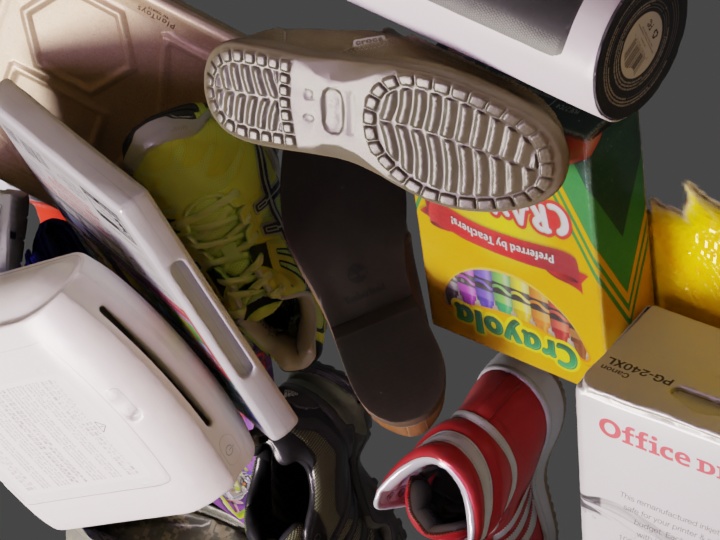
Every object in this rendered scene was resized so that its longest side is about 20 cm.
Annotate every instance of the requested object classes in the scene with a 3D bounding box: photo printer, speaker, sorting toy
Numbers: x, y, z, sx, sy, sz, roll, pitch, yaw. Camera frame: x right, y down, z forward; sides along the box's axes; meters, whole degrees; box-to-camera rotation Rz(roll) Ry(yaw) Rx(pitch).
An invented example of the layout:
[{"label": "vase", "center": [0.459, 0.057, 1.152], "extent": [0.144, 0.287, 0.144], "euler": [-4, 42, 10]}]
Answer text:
[{"label": "photo printer", "center": [-0.159, 0.070, 1.691], "extent": [0.167, 0.070, 0.200], "euler": [49, 148, -18]}, {"label": "speaker", "center": [0.060, -0.147, 1.476], "extent": [0.199, 0.081, 0.082], "euler": [28, 139, 30]}, {"label": "sorting toy", "center": [-0.135, -0.096, 1.730], "extent": [0.184, 0.037, 0.201], "euler": [28, 135, 2]}]

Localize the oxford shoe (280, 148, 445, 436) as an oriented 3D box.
[{"label": "oxford shoe", "center": [0.000, 0.000, 1.646], "extent": [0.071, 0.071, 0.201], "euler": [73, -177, -71]}]

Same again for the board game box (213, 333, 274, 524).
[{"label": "board game box", "center": [-0.102, 0.080, 1.885], "extent": [0.120, 0.032, 0.201], "euler": [37, 152, 27]}]

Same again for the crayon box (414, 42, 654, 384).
[{"label": "crayon box", "center": [0.093, -0.017, 1.582], "extent": [0.126, 0.051, 0.201], "euler": [21, 136, 35]}]

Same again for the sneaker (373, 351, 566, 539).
[{"label": "sneaker", "center": [0.061, 0.145, 1.708], "extent": [0.071, 0.112, 0.201], "euler": [28, 142, 24]}]

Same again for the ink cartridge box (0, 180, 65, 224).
[{"label": "ink cartridge box", "center": [-0.180, -0.049, 1.863], "extent": [0.162, 0.050, 0.201], "euler": [12, 127, 43]}]

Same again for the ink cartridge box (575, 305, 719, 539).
[{"label": "ink cartridge box", "center": [0.196, 0.134, 1.567], "extent": [0.145, 0.083, 0.201], "euler": [20, 134, 29]}]

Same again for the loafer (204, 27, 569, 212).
[{"label": "loafer", "center": [0.019, -0.088, 1.509], "extent": [0.199, 0.067, 0.076], "euler": [18, 125, 18]}]

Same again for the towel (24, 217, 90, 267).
[{"label": "towel", "center": [-0.173, 0.064, 1.868], "extent": [0.148, 0.049, 0.200], "euler": [60, 166, 13]}]

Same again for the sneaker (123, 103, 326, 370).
[{"label": "sneaker", "center": [-0.065, -0.020, 1.671], "extent": [0.200, 0.075, 0.077], "euler": [49, -163, -47]}]

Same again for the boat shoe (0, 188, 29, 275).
[{"label": "boat shoe", "center": [-0.240, -0.021, 1.796], "extent": [0.070, 0.073, 0.200], "euler": [6, 172, -3]}]

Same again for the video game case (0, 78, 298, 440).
[{"label": "video game case", "center": [-0.125, -0.008, 1.674], "extent": [0.200, 0.023, 0.183], "euler": [36, 162, 54]}]

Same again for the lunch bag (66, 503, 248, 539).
[{"label": "lunch bag", "center": [-0.117, 0.236, 1.991], "extent": [0.199, 0.118, 0.165], "euler": [32, 142, 17]}]

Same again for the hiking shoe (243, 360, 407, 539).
[{"label": "hiking shoe", "center": [-0.033, 0.156, 1.836], "extent": [0.075, 0.101, 0.201], "euler": [15, 132, 41]}]
